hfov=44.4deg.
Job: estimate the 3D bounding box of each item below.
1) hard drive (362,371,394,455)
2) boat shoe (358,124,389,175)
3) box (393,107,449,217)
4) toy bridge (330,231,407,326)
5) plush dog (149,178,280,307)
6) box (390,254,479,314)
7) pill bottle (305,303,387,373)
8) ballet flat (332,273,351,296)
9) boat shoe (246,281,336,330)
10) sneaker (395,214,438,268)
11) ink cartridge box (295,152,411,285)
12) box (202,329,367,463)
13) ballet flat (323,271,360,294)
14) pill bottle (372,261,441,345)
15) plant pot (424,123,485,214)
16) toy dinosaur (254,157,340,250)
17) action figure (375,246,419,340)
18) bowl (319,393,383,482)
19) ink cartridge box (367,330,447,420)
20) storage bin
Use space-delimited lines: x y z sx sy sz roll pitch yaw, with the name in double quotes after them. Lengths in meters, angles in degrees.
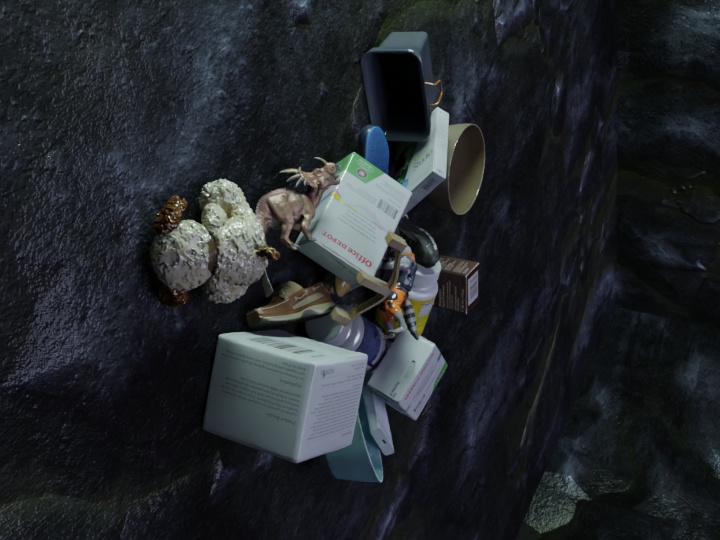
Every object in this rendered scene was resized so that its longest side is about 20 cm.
0.030 0.279 1.900 0.132 0.027 0.200 64 11 -53 "hard drive"
0.011 -0.198 1.753 0.084 0.069 0.200 -34 136 -36 "boat shoe"
0.122 -0.224 1.813 0.036 0.144 0.200 29 44 -21 "box"
0.024 0.025 1.598 0.067 0.027 0.200 25 112 -28 "toy bridge"
-0.229 -0.025 1.315 0.172 0.160 0.200 -10 110 -32 "plush dog"
0.161 0.020 1.972 0.075 0.200 0.100 -38 133 -48 "box"
-0.031 0.131 1.754 0.200 0.111 0.111 42 64 -59 "pill bottle"
-0.011 -0.045 1.728 0.069 0.063 0.200 48 46 -61 "ballet flat"
-0.130 0.060 1.597 0.200 0.076 0.074 -9 81 -52 "boat shoe"
0.082 -0.078 1.833 0.090 0.200 0.067 0 135 -47 "sneaker"
-0.013 -0.094 1.656 0.145 0.087 0.200 33 64 -19 "ink cartridge box"
-0.125 0.208 1.514 0.200 0.199 0.172 3 98 -62 "box"
0.000 0.000 1.810 0.200 0.064 0.076 -32 128 -53 "ballet flat"
0.102 0.058 1.912 0.114 0.114 0.200 -40 153 -50 "pill bottle"
0.178 -0.234 1.970 0.200 0.134 0.201 -35 131 -53 "plant pot"
-0.127 -0.113 1.516 0.200 0.086 0.136 -25 116 -42 "toy dinosaur"
0.072 0.040 1.747 0.200 0.104 0.194 85 11 -78 "action figure"
-0.030 0.344 1.803 0.201 0.105 0.201 -15 90 -84 "bowl"
0.103 0.220 1.865 0.146 0.084 0.200 -57 159 -10 "ink cartridge box"
0.098 -0.381 1.776 0.134 0.145 0.200 -64 151 -44 "storage bin"
